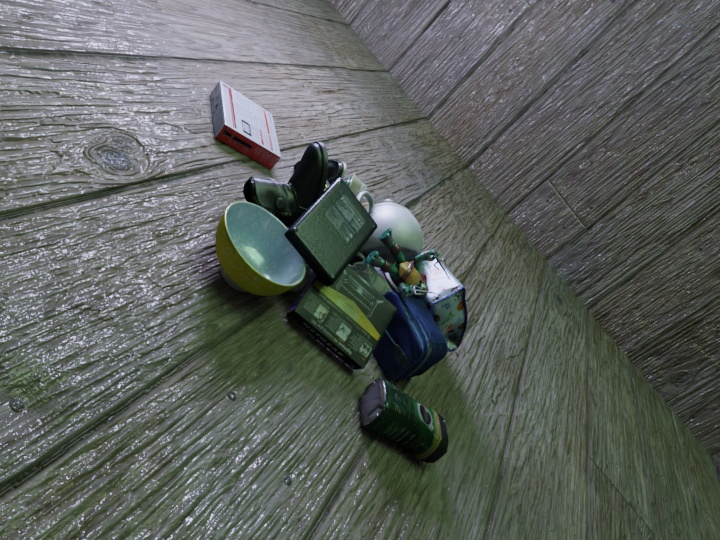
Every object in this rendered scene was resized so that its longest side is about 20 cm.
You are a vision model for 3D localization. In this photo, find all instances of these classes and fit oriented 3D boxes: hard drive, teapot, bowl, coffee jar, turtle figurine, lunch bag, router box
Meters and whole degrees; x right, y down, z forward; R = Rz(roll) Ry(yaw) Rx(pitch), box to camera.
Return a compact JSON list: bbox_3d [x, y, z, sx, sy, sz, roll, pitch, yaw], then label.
[{"bbox_3d":[-0.057,-0.084,1.267,0.140,0.033,0.201,50,49,-14],"label":"hard drive"},{"bbox_3d":[0.067,-0.109,1.528,0.191,0.200,0.151,2,76,-6],"label":"teapot"},{"bbox_3d":[-0.213,-0.022,1.182,0.199,0.107,0.202,38,28,-24],"label":"bowl"},{"bbox_3d":[0.093,0.312,1.243,0.198,0.085,0.105,35,26,-24],"label":"coffee jar"},{"bbox_3d":[0.111,0.004,1.407,0.199,0.100,0.152,38,51,-15],"label":"turtle figurine"},{"bbox_3d":[0.093,0.143,1.410,0.131,0.136,0.203,8,45,-53],"label":"lunch bag"},{"bbox_3d":[-0.036,0.087,1.289,0.199,0.052,0.159,41,63,-15],"label":"router box"},{"bbox_3d":[-0.303,-0.382,1.589,0.177,0.049,0.203,27,34,-38],"label":"router box"},{"bbox_3d":[0.191,0.091,1.554,0.171,0.121,0.203,56,-12,46],"label":"lunch bag"}]

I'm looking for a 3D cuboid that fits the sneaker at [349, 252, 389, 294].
[{"bbox_3d":[0.000,0.000,1.492,0.198,0.086,0.076,33,62,-23],"label":"sneaker"}]

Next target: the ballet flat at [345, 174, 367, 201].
[{"bbox_3d":[-0.011,-0.204,1.528,0.069,0.070,0.200,44,5,-9],"label":"ballet flat"}]

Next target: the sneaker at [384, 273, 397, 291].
[{"bbox_3d":[0.106,-0.021,1.653,0.075,0.087,0.203,3,51,-56],"label":"sneaker"}]

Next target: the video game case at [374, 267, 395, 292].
[{"bbox_3d":[0.100,0.071,1.646,0.198,0.023,0.185,3,51,-56],"label":"video game case"}]

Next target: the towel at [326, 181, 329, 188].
[{"bbox_3d":[-0.049,-0.177,1.562,0.145,0.023,0.200,56,4,26],"label":"towel"}]

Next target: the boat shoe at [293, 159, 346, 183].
[{"bbox_3d":[-0.110,-0.269,1.631,0.067,0.074,0.198,16,-1,-38],"label":"boat shoe"}]

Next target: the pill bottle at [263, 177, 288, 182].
[{"bbox_3d":[-0.153,-0.140,1.421,0.197,0.119,0.121,21,37,-44],"label":"pill bottle"}]

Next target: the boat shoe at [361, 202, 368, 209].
[{"bbox_3d":[0.026,-0.143,1.733,0.200,0.070,0.067,55,22,-81],"label":"boat shoe"}]

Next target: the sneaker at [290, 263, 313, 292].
[{"bbox_3d":[-0.111,-0.019,1.370,0.076,0.081,0.200,44,25,-3],"label":"sneaker"}]

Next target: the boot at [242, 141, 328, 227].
[{"bbox_3d":[-0.161,-0.183,1.286,0.165,0.206,0.076,4,13,-35],"label":"boot"}]
